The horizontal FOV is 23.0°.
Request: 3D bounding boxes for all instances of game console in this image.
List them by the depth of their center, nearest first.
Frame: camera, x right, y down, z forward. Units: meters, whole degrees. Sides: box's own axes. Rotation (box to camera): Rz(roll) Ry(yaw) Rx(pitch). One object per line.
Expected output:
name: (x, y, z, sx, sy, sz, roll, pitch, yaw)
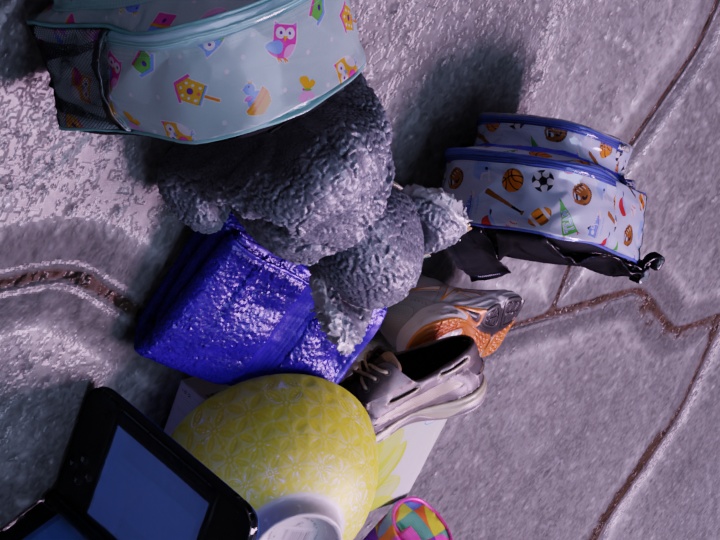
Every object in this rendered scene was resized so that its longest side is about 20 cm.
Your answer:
game console: (-0.201, 0.215, 1.367, 0.118, 0.199, 0.172, -8, 125, -52)

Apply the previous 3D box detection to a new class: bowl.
bowl: (-0.067, 0.199, 1.490, 0.198, 0.108, 0.202, -11, 129, -14)

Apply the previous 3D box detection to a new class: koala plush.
koala plush: (-0.017, -0.044, 1.340, 0.177, 0.183, 0.201, -45, 123, -13)

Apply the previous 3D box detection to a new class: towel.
towel: (-0.076, 0.039, 1.463, 0.199, 0.050, 0.148, 24, 104, -41)

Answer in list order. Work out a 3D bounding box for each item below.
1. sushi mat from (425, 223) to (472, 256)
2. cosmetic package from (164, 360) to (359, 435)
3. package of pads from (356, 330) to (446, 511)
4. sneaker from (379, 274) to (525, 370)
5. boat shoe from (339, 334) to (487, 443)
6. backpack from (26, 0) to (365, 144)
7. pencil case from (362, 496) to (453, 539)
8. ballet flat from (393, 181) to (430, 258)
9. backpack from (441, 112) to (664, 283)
sushi mat: (0.000, 0.000, 1.546, 0.199, 0.012, 0.096, -32, 154, 14)
cosmetic package: (-0.089, 0.124, 1.587, 0.199, 0.050, 0.083, -12, 129, -50)
package of pads: (0.020, 0.148, 1.747, 0.154, 0.068, 0.201, -6, 128, -53)
sneaker: (0.081, 0.033, 1.702, 0.199, 0.092, 0.076, -5, 130, -54)
boat shoe: (0.020, 0.102, 1.583, 0.198, 0.074, 0.074, -17, 121, -22)
backpack: (-0.101, -0.163, 1.147, 0.175, 0.199, 0.155, -29, 125, -34)
pencil case: (0.012, 0.320, 1.836, 0.088, 0.089, 0.200, -8, 146, -51)
ballet flat: (0.007, -0.056, 1.553, 0.200, 0.075, 0.065, 32, 62, -64)
backpack: (0.163, -0.066, 1.636, 0.190, 0.198, 0.156, 2, 89, -61)
